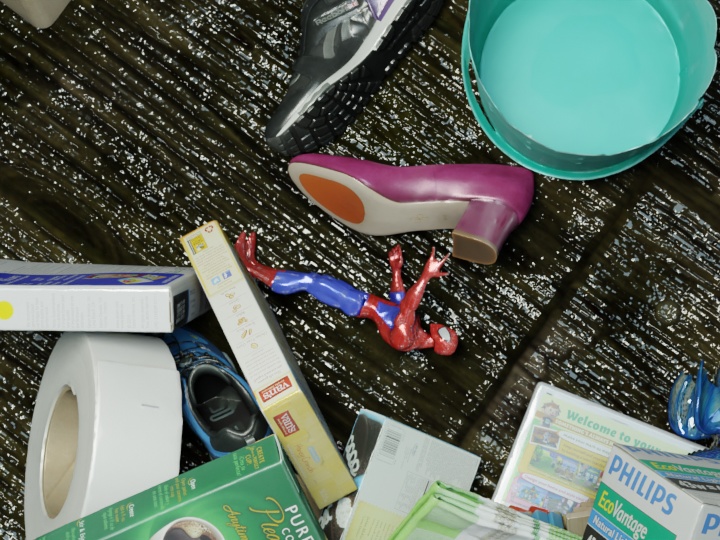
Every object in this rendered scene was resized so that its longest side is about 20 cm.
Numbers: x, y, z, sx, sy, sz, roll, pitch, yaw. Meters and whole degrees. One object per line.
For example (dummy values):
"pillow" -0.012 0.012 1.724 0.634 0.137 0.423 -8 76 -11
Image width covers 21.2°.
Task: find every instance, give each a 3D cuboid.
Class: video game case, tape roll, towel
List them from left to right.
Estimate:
"tape roll" -0.204 0.146 1.514 0.071 0.202 0.203 9 82 -22
"towel" 0.103 0.250 1.497 0.200 0.031 0.149 23 118 -23
"video game case" 0.205 0.211 1.575 0.200 0.022 0.182 22 84 7

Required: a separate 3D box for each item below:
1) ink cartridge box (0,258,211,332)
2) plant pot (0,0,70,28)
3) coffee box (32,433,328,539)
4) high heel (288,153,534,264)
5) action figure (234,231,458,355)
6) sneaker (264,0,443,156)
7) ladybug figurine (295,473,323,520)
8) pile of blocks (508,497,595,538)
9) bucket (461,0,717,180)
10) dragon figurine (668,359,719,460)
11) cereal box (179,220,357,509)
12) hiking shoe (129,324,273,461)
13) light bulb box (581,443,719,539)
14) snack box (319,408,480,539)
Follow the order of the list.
"ink cartridge box" -0.231 0.020 1.539 0.200 0.198 0.047 -1 96 5
"plant pot" -0.298 -0.356 1.608 0.200 0.177 0.200 36 85 8
"coffee box" -0.127 0.214 1.423 0.200 0.044 0.123 -25 117 2
"high heel" 0.043 -0.074 1.619 0.200 0.067 0.096 23 55 10
"action figure" 0.000 0.000 1.593 0.200 0.065 0.099 28 96 7
"sneaker" -0.023 -0.187 1.630 0.088 0.076 0.200 38 82 22
"ladybug figurine" -0.106 0.247 1.562 0.200 0.072 0.136 -44 82 -4
"pile of blocks" 0.154 0.201 1.530 0.200 0.082 0.062 -6 41 0
"bucket" 0.182 -0.175 1.572 0.207 0.135 0.207 0 81 3
"dragon figurine" 0.285 0.106 1.547 0.099 0.059 0.200 4 75 -10
"cereal box" -0.072 0.072 1.508 0.039 0.144 0.200 -27 48 -1
"hiking shoe" -0.124 0.090 1.553 0.074 0.087 0.200 -32 54 -19
"light bulb box" 0.267 0.253 1.449 0.198 0.125 0.200 11 101 -28
"snack box" 0.015 0.223 1.542 0.037 0.116 0.200 13 80 50
